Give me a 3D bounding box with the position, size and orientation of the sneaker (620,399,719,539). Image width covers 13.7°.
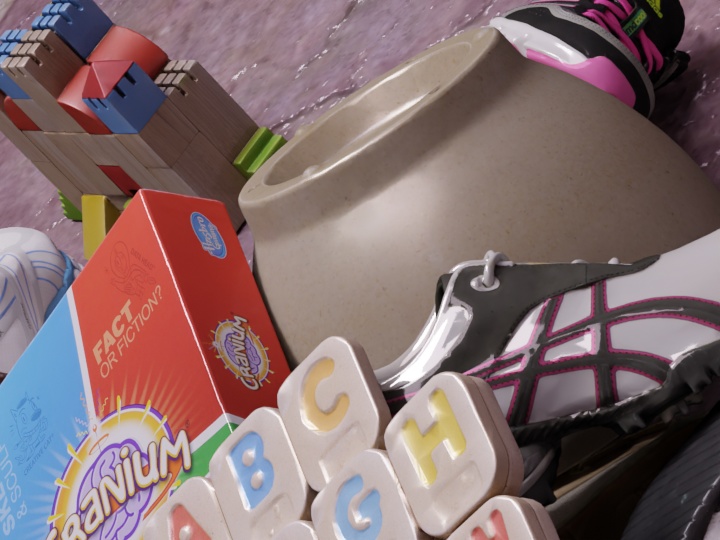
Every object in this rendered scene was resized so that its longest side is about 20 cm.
[{"bbox_3d":[0.123,0.121,0.963,0.200,0.088,0.074,-65,10,-27],"label":"sneaker"}]

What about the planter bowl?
[{"bbox_3d":[0.036,-0.006,1.143,0.200,0.135,0.200,-33,11,7],"label":"planter bowl"}]

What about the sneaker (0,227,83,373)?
[{"bbox_3d":[-0.175,0.014,1.370,0.075,0.087,0.200,-39,22,8],"label":"sneaker"}]

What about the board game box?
[{"bbox_3d":[-0.074,0.094,1.108,0.153,0.040,0.200,-52,45,32],"label":"board game box"}]

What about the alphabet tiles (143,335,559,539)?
[{"bbox_3d":[-0.011,0.127,0.972,0.200,0.015,0.196,-46,49,30],"label":"alphabet tiles"}]

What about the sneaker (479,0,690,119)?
[{"bbox_3d":[0.100,-0.096,1.278,0.087,0.074,0.200,-36,7,-2],"label":"sneaker"}]

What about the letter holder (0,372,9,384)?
[{"bbox_3d":[-0.182,0.141,1.181,0.101,0.142,0.200,-43,52,31],"label":"letter holder"}]

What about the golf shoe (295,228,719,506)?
[{"bbox_3d":[0.074,0.021,1.018,0.200,0.088,0.077,-33,-2,-2],"label":"golf shoe"}]

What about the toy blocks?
[{"bbox_3d":[-0.132,-0.085,1.536,0.200,0.137,0.100,6,55,56],"label":"toy blocks"}]

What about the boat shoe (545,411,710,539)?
[{"bbox_3d":[0.069,0.118,1.065,0.200,0.074,0.066,-33,3,10],"label":"boat shoe"}]
